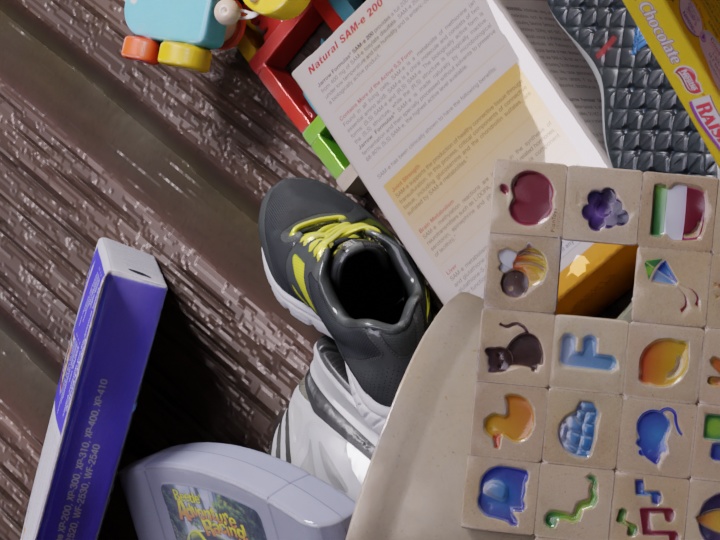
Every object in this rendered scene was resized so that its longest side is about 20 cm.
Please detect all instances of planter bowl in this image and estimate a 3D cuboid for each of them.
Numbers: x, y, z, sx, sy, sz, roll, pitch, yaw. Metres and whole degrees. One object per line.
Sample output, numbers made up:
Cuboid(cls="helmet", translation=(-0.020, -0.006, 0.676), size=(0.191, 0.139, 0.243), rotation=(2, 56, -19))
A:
Cuboid(cls="planter bowl", translation=(0.081, 0.126, 1.423), size=(0.135, 0.200, 0.201), rotation=(18, 97, 13))

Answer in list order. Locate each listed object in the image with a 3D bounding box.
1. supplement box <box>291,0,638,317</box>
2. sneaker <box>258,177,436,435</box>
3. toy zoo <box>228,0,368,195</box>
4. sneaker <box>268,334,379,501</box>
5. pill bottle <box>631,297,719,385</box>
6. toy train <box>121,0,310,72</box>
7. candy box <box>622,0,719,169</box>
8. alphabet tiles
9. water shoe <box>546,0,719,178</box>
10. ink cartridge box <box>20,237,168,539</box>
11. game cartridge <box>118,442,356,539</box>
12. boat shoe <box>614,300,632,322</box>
Cuboid(cls="supplement box", translation=(0.072, -0.066, 1.570), size=(0.126, 0.073, 0.200), rotation=(-42, 70, 27))
Cuboid(cls="sneaker", translation=(0.000, 0.000, 1.599), size=(0.074, 0.085, 0.200), rotation=(-24, 44, -13))
Cuboid(cls="toy zoo", translation=(-0.017, -0.158, 1.695), size=(0.131, 0.020, 0.200), rotation=(-50, 59, 23))
Cuboid(cls="sneaker", translation=(0.015, 0.139, 1.618), size=(0.201, 0.076, 0.115), rotation=(53, 125, 38))
Cuboid(cls="pill bottle", translation=(0.229, -0.008, 1.363), size=(0.200, 0.112, 0.112), rotation=(-34, 63, 3))
Cuboid(cls="toy train", translation=(-0.066, -0.198, 1.693), size=(0.200, 0.056, 0.150), rotation=(-34, 64, 27))
Cuboid(cls="candy box", translation=(0.172, -0.117, 1.428), size=(0.026, 0.102, 0.200), rotation=(-18, 114, 35))
Cuboid(cls="alphabet tiles", translation=(0.133, 0.057, 1.317), size=(0.167, 0.008, 0.200), rotation=(6, 92, 9))
Cuboid(cls="water shoe", translation=(0.161, -0.096, 1.505), size=(0.071, 0.079, 0.200), rotation=(-41, 53, 33))
Cuboid(cls="ink cartridge box", translation=(-0.154, 0.091, 1.685), size=(0.043, 0.200, 0.198), rotation=(15, 96, -6))
Cuboid(cls="game cartridge", translation=(-0.058, 0.161, 1.626), size=(0.200, 0.041, 0.133), rotation=(8, 115, 52))
Cuboid(cls="boat shoe", translation=(0.160, 0.031, 1.513), size=(0.063, 0.074, 0.201), rotation=(45, 108, 4))
